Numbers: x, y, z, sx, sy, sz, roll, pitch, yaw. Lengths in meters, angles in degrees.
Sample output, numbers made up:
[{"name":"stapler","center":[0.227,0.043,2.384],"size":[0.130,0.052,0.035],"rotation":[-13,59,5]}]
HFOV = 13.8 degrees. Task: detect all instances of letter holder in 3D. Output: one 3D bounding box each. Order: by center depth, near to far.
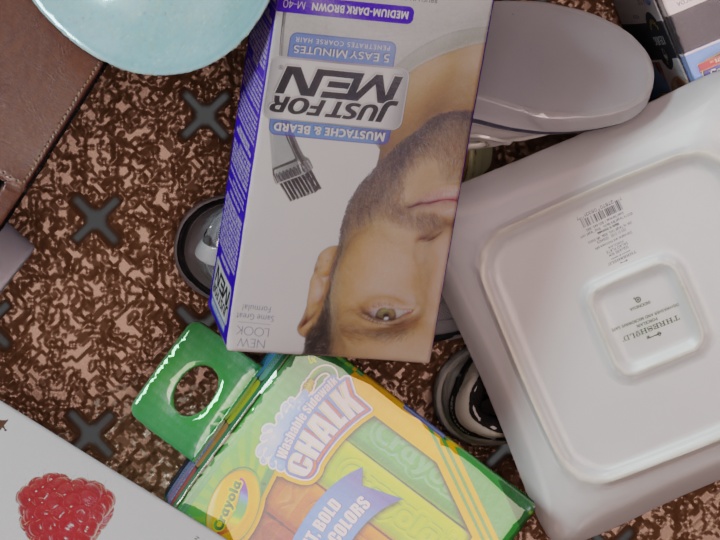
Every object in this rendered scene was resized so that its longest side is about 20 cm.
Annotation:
[{"name":"letter holder","center":[-0.206,-0.117,1.522],"size":[0.142,0.101,0.200],"rotation":[33,48,-7]}]

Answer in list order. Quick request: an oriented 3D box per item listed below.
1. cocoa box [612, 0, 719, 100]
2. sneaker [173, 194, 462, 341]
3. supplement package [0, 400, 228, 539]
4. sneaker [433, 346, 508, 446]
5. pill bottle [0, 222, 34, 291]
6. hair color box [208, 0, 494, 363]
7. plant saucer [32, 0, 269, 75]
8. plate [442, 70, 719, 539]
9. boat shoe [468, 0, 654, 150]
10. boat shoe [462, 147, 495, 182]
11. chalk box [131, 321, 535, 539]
[{"name":"cocoa box","center":[0.251,-0.144,1.599],"size":[0.199,0.133,0.132],"rotation":[-23,96,-3]},{"name":"sneaker","center":[0.000,0.000,1.590],"size":[0.199,0.115,0.076],"rotation":[7,92,-5]},{"name":"supplement package","center":[-0.165,0.160,1.528],"size":[0.199,0.120,0.122],"rotation":[29,71,19]},{"name":"sneaker","center":[0.138,0.045,1.619],"size":[0.199,0.088,0.076],"rotation":[-28,92,-5]},{"name":"pill bottle","center":[-0.279,-0.036,1.565],"size":[0.200,0.114,0.114],"rotation":[39,88,-5]},{"name":"hair color box","center":[-0.006,-0.059,1.469],"size":[0.109,0.065,0.201],"rotation":[4,112,-14]},{"name":"plant saucer","center":[-0.102,-0.197,1.441],"size":[0.200,0.039,0.202],"rotation":[15,117,33]},{"name":"plate","center":[0.149,0.022,1.539],"size":[0.199,0.032,0.201],"rotation":[-23,94,13]},{"name":"boat shoe","center":[0.052,-0.092,1.543],"size":[0.199,0.066,0.072],"rotation":[-3,62,1]},{"name":"boat shoe","center":[0.027,-0.138,1.598],"size":[0.076,0.071,0.201],"rotation":[-10,93,-41]},{"name":"chalk box","center":[-0.026,0.110,1.587],"size":[0.200,0.124,0.125],"rotation":[36,88,-5]}]
